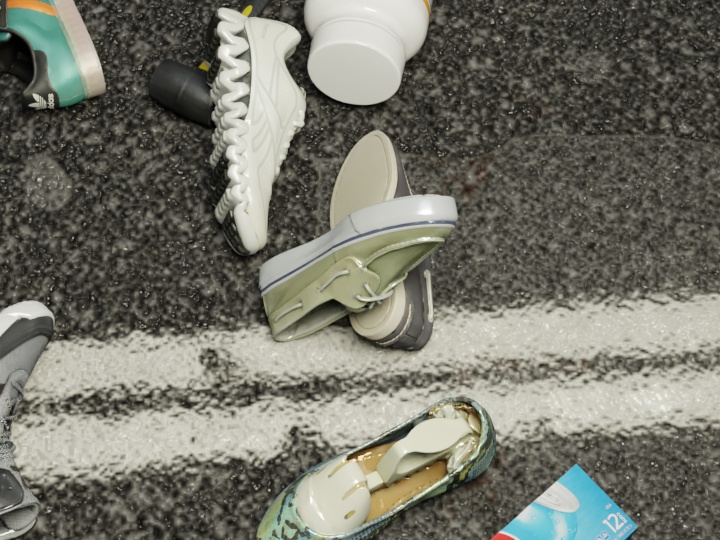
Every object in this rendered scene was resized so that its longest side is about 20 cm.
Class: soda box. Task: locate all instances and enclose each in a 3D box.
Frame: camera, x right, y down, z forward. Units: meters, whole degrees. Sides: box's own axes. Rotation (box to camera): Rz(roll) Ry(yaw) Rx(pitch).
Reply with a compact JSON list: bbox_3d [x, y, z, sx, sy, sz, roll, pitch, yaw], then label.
[{"bbox_3d":[0.098,0.228,0.939,0.199,0.068,0.064,-37,68,-22],"label":"soda box"}]

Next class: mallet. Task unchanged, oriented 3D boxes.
[{"bbox_3d":[-0.124,-0.213,1.211,0.065,0.041,0.201,19,56,4],"label":"mallet"}]

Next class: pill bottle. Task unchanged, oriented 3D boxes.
[{"bbox_3d":[0.010,-0.249,1.194,0.110,0.112,0.202,10,59,2],"label":"pill bottle"}]

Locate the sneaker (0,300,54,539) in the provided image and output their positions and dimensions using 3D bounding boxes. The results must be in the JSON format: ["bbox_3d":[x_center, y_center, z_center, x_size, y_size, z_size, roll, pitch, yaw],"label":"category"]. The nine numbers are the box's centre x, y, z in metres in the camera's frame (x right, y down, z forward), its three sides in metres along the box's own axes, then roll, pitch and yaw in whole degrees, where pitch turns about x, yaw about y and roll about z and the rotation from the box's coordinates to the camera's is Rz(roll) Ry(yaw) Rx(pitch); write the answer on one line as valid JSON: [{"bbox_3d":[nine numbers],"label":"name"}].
[{"bbox_3d":[-0.262,0.124,0.979,0.113,0.076,0.201,31,68,14],"label":"sneaker"}]

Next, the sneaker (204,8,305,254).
[{"bbox_3d":[-0.082,-0.114,1.105,0.080,0.075,0.203,1,79,-19],"label":"sneaker"}]

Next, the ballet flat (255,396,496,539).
[{"bbox_3d":[0.011,0.147,0.983,0.199,0.075,0.075,-29,65,-19],"label":"ballet flat"}]

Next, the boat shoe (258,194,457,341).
[{"bbox_3d":[0.000,0.000,1.021,0.071,0.199,0.063,5,68,-42],"label":"boat shoe"}]

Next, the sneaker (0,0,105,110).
[{"bbox_3d":[-0.295,-0.224,1.183,0.079,0.072,0.201,-21,64,-20],"label":"sneaker"}]

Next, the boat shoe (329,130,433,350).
[{"bbox_3d":[0.022,-0.023,1.104,0.062,0.072,0.202,29,43,-37],"label":"boat shoe"}]
